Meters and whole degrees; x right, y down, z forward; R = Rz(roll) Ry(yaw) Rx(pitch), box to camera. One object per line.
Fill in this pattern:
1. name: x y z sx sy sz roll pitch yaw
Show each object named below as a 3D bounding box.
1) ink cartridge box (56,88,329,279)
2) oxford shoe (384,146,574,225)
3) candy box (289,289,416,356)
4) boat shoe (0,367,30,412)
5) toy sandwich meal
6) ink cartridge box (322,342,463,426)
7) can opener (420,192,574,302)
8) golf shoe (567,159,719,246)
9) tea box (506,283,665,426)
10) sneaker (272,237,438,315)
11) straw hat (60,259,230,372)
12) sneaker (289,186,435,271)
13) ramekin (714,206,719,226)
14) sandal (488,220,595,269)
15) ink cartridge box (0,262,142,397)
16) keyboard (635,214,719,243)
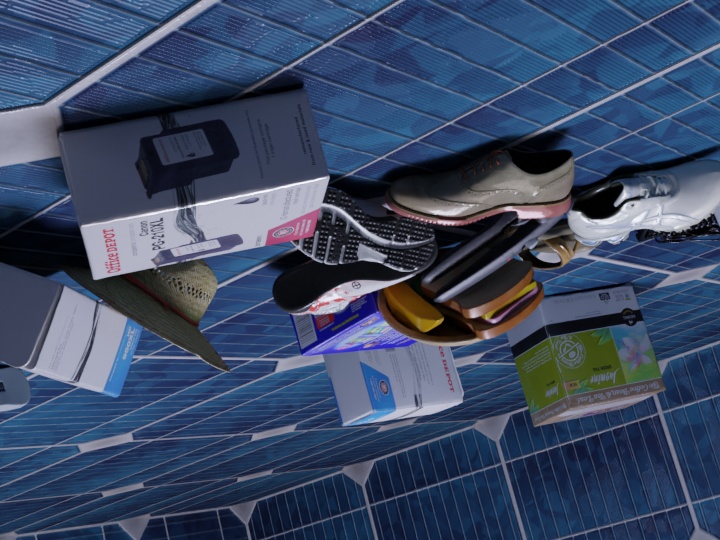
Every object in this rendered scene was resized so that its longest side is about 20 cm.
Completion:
1. ink cartridge box: -0.137 -0.068 0.982 0.199 0.085 0.145 -12 164 -12
2. oxford shoe: 0.123 -0.096 1.215 0.199 0.071 0.075 -6 132 -13
3. candy box: 0.036 0.050 1.591 0.199 0.077 0.169 0 158 -42
4. boat shoe: -0.498 0.159 1.478 0.091 0.071 0.200 -22 166 11
5. toy sandwich meal: 0.114 0.016 1.430 0.204 0.205 0.071 -13 127 -6
6. ink cartridge box: 0.049 0.153 1.840 0.199 0.147 0.086 1 158 -45
7. can opener: 0.157 -0.032 1.344 0.200 0.063 0.079 -41 155 4
8. golf shoe: 0.340 -0.085 1.411 0.199 0.079 0.097 -21 158 17
9. tea box: 0.381 0.145 2.036 0.199 0.198 0.134 -9 164 -24
10. sneaker: -0.001 -0.001 1.407 0.201 0.068 0.108 -21 173 8
11. straw hat: -0.194 0.014 1.205 0.085 0.201 0.201 -57 162 -2
12. sneaker: -0.019 -0.043 1.216 0.199 0.074 0.080 16 -176 -41
13. ramekin: 0.549 -0.094 1.526 0.199 0.098 0.201 -14 165 -4
14. sandal: 0.240 -0.029 1.547 0.199 0.054 0.080 -1 160 -42
15. ink cartridge box: -0.314 0.050 1.128 0.144 0.085 0.200 17 171 13
16. keyboard: 0.495 -0.065 1.692 0.199 0.040 0.104 -13 164 -4
